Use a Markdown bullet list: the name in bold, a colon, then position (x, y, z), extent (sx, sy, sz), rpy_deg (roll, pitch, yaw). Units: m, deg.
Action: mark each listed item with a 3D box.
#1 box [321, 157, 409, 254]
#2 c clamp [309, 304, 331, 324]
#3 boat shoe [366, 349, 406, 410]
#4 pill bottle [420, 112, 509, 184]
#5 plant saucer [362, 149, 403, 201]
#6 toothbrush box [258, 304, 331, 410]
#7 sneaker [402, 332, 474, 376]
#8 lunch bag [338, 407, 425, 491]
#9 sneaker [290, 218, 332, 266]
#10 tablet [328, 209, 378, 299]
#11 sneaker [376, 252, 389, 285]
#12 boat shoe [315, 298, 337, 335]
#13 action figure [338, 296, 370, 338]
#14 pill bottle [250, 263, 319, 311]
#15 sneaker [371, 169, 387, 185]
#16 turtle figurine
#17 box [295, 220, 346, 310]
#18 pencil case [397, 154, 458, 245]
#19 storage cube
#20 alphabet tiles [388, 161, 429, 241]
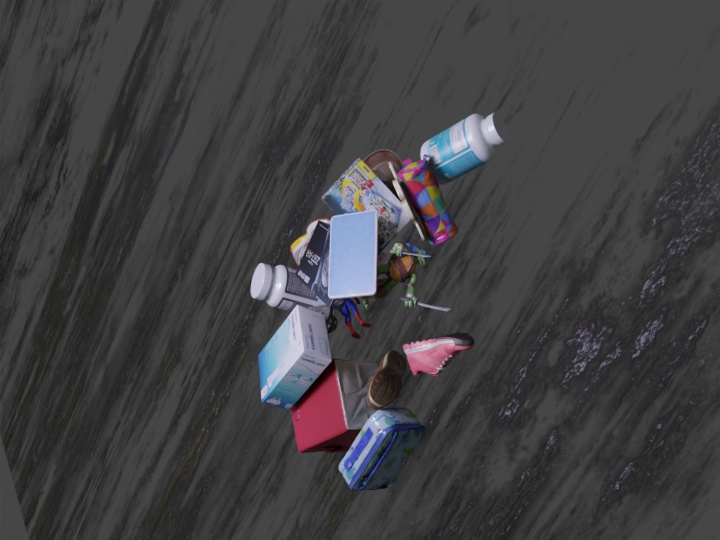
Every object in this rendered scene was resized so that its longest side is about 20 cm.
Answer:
- **box**: position (0.017, -0.156, 1.662), extent (0.137, 0.200, 0.038), rpy_deg (-45, 15, 1)
- **c clamp**: position (-0.129, 0.163, 1.720), extent (0.199, 0.027, 0.175), rpy_deg (-4, 63, 67)
- **boat shoe**: position (0.055, 0.268, 1.582), extent (0.071, 0.201, 0.068), rpy_deg (37, 120, -1)
- **pill bottle**: position (0.242, -0.286, 1.552), extent (0.197, 0.109, 0.114), rpy_deg (-23, 65, 38)
- **plant saucer**: position (0.053, -0.215, 1.777), extent (0.197, 0.036, 0.207), rpy_deg (-11, 74, 43)
- **toothbrush box**: position (-0.161, 0.210, 1.618), extent (0.201, 0.084, 0.149), rpy_deg (-52, 33, 29)
- **sneaker**: position (0.186, 0.196, 1.543), extent (0.197, 0.072, 0.090), rpy_deg (-17, 83, 45)
- **lunch bag**: position (0.048, 0.415, 1.554), extent (0.083, 0.158, 0.203), rpy_deg (46, 111, 40)
- **sneaker**: position (-0.121, -0.076, 1.901), extent (0.200, 0.076, 0.084), rpy_deg (-45, 56, 40)
- **tablet**: position (-0.017, -0.038, 1.586), extent (0.127, 0.014, 0.206), rpy_deg (-6, 73, 26)
- **sneaker**: position (0.000, 0.000, 1.744), extent (0.194, 0.081, 0.091), rpy_deg (-3, 67, 21)
- **boat shoe**: position (-0.096, 0.149, 1.809), extent (0.070, 0.064, 0.205), rpy_deg (-123, 46, -60)
- **action figure**: position (-0.035, 0.093, 1.788), extent (0.066, 0.051, 0.202), rpy_deg (-49, 46, 18)
- **pill bottle**: position (-0.192, 0.051, 1.833), extent (0.116, 0.196, 0.120), rpy_deg (-37, 44, 48)
- **sneaker**: position (0.003, -0.165, 1.746), extent (0.114, 0.079, 0.206), rpy_deg (26, 104, 57)
- **turtle figurine**: position (0.085, 0.018, 1.587), extent (0.190, 0.145, 0.203), rpy_deg (-24, 50, 1)
- **box**: position (-0.078, -0.016, 1.706), extent (0.199, 0.043, 0.164), rpy_deg (38, 106, 50)
- **pencil case**: position (0.156, -0.162, 1.560), extent (0.087, 0.088, 0.204), rpy_deg (-11, 112, 42)
- **storage cube**: position (-0.054, 0.334, 1.666), extent (0.178, 0.168, 0.205), rpy_deg (-30, 61, 35)
- **alphabet tiles**: position (0.112, -0.159, 1.590), extent (0.014, 0.200, 0.200), rpy_deg (-24, 87, 10)
